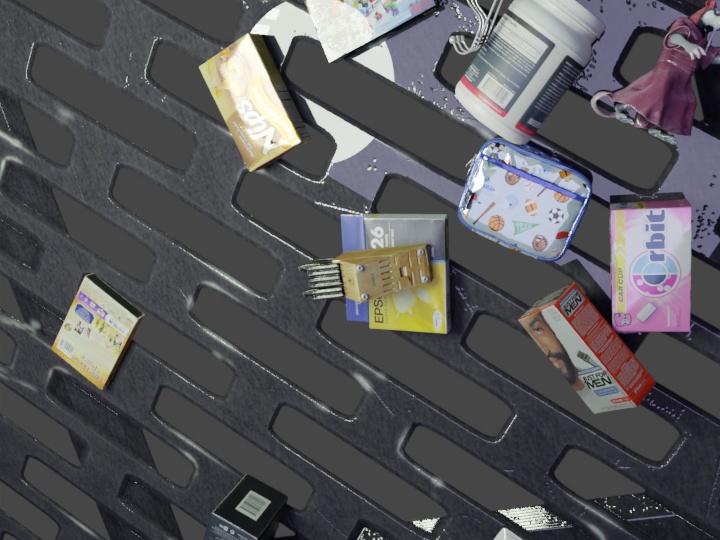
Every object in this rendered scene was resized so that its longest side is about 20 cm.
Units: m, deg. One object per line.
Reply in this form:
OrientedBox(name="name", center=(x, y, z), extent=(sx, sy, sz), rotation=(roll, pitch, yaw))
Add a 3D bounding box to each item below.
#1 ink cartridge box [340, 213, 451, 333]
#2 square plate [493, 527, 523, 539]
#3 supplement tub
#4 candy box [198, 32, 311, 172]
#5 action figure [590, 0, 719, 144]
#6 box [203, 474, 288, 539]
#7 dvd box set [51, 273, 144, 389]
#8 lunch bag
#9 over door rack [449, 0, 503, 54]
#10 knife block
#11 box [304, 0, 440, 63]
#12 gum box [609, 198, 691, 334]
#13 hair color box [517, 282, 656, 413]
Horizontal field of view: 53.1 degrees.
OrientedBox(name="ink cartridge box", center=(0.057, 0.004, 1.252), extent=(0.196, 0.047, 0.202), rotation=(1, 105, 17))
OrientedBox(name="square plate", center=(0.297, 0.608, 1.339), extent=(0.198, 0.028, 0.200), rotation=(33, 113, 8))
OrientedBox(name="supplement tub", center=(0.244, -0.302, 1.049), extent=(0.140, 0.140, 0.201), rotation=(38, 112, 6))
OrientedBox(name="candy box", center=(-0.182, -0.289, 1.248), extent=(0.114, 0.055, 0.203), rotation=(-24, 96, 23))
OrientedBox(name="action figure", center=(0.450, -0.290, 1.025), extent=(0.148, 0.132, 0.203), rotation=(35, 105, 53))
OrientedBox(name="box", center=(-0.243, 0.546, 1.445), extent=(0.105, 0.148, 0.203), rotation=(23, 110, 12))
OrientedBox(name="dvd box set", center=(-0.549, 0.129, 1.502), extent=(0.145, 0.029, 0.202), rotation=(35, 112, 7))
OrientedBox(name="lunch bag", center=(0.254, -0.118, 1.134), extent=(0.197, 0.076, 0.163), rotation=(25, 109, 10))
OrientedBox(name="over door rack", center=(0.194, -0.412, 1.036), extent=(0.066, 0.148, 0.201), rotation=(34, 113, 1))
OrientedBox(name="knife block", center=(0.000, 0.000, 1.225), extent=(0.197, 0.175, 0.065), rotation=(-15, 104, -23))
OrientedBox(name="box", center=(0.011, -0.440, 1.150), extent=(0.197, 0.038, 0.139), rotation=(-22, 97, 23))
OrientedBox(name="gum box", center=(0.442, -0.001, 1.103), extent=(0.111, 0.066, 0.204), rotation=(-1, 104, 18))
OrientedBox(name="hair color box", center=(0.355, 0.126, 1.141), extent=(0.201, 0.064, 0.111), rotation=(51, 156, 2))
